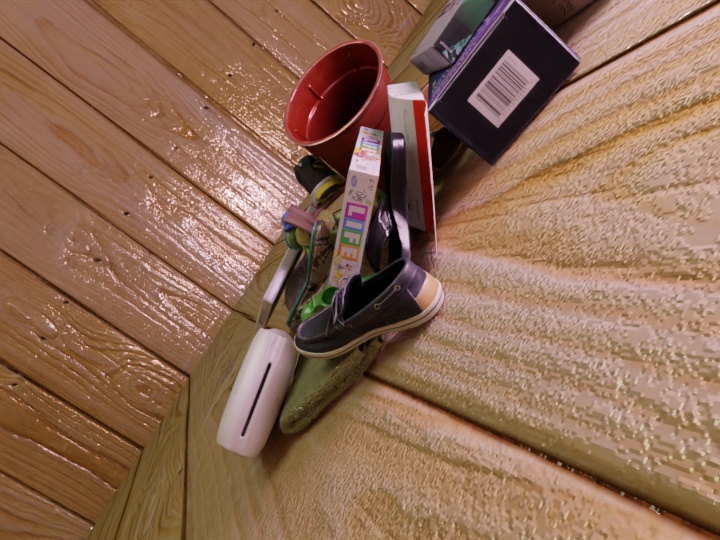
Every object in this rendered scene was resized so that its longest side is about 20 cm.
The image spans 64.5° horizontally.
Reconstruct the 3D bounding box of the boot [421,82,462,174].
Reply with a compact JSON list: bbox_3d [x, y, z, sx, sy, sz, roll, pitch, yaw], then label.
[{"bbox_3d":[0.122,-0.219,0.867,0.154,0.072,0.206,172,120,-74],"label":"boot"}]

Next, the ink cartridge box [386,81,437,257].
[{"bbox_3d":[0.062,-0.128,0.695,0.046,0.165,0.202,-5,26,6],"label":"ink cartridge box"}]

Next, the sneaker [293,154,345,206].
[{"bbox_3d":[-0.077,-0.174,1.047,0.074,0.085,0.200,-39,7,1],"label":"sneaker"}]

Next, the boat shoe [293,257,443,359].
[{"bbox_3d":[-0.005,0.039,0.605,0.197,0.062,0.076,-24,31,37],"label":"boat shoe"}]

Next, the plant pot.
[{"bbox_3d":[0.002,-0.240,0.978,0.196,0.195,0.207,-19,53,27],"label":"plant pot"}]

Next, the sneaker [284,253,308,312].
[{"bbox_3d":[-0.088,0.003,1.140,0.082,0.072,0.205,76,-144,-67],"label":"sneaker"}]

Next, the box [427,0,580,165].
[{"bbox_3d":[0.164,-0.248,0.702,0.149,0.103,0.202,-49,15,27],"label":"box"}]

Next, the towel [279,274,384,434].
[{"bbox_3d":[-0.030,0.105,0.708,0.200,0.036,0.150,-47,17,31],"label":"towel"}]

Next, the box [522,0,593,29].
[{"bbox_3d":[0.256,-0.378,0.706,0.079,0.094,0.200,-57,11,-9],"label":"box"}]

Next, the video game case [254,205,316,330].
[{"bbox_3d":[-0.143,0.001,1.085,0.204,0.022,0.183,-66,5,-26],"label":"video game case"}]

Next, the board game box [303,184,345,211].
[{"bbox_3d":[-0.048,-0.168,1.172,0.199,0.020,0.103,-42,16,6],"label":"board game box"}]

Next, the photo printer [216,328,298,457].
[{"bbox_3d":[-0.142,0.165,0.797,0.200,0.068,0.171,142,149,-78],"label":"photo printer"}]

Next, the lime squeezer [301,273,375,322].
[{"bbox_3d":[-0.037,0.055,0.780,0.201,0.070,0.038,-49,19,28],"label":"lime squeezer"}]

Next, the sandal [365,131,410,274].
[{"bbox_3d":[0.028,-0.055,0.659,0.075,0.046,0.208,131,138,-80],"label":"sandal"}]

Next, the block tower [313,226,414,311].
[{"bbox_3d":[0.000,0.000,0.811,0.201,0.053,0.058,-52,14,21],"label":"block tower"}]

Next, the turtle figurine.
[{"bbox_3d":[-0.024,-0.041,0.961,0.190,0.205,0.143,-17,10,37],"label":"turtle figurine"}]

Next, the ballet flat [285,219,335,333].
[{"bbox_3d":[-0.060,0.019,0.888,0.068,0.073,0.205,-73,2,-60],"label":"ballet flat"}]

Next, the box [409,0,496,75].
[{"bbox_3d":[0.142,-0.338,0.694,0.203,0.036,0.145,-55,13,8],"label":"box"}]

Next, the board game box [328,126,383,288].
[{"bbox_3d":[-0.002,-0.085,0.706,0.202,0.033,0.138,-82,3,-63],"label":"board game box"}]
